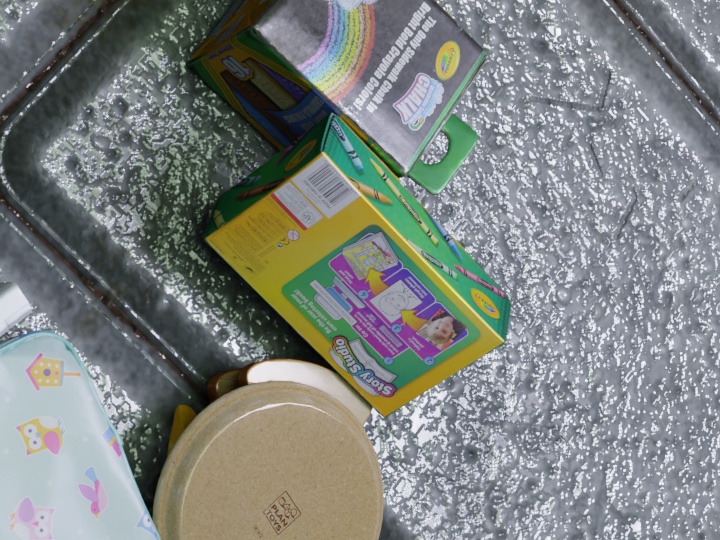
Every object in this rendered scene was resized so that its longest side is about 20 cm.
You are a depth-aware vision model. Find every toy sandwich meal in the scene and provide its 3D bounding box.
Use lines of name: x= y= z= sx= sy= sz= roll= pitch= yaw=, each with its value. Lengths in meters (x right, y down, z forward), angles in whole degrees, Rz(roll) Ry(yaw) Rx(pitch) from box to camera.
toy sandwich meal: x=-0.071 y=0.163 z=1.243 sx=0.204 sy=0.070 sz=0.207 roll=-2 pitch=94 yaw=-30

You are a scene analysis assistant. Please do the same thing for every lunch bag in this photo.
lunch bag: x=-0.237 y=0.148 z=1.149 sx=0.160 sy=0.077 sz=0.201 roll=-27 pitch=98 yaw=-26

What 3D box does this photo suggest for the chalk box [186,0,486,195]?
chalk box: x=-0.002 y=-0.141 z=1.274 sx=0.200 sy=0.124 sz=0.125 roll=43 pitch=67 yaw=-19

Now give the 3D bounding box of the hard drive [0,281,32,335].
hard drive: x=-0.309 y=0.076 z=1.085 sx=0.200 sy=0.132 sz=0.027 roll=-39 pitch=107 yaw=-25

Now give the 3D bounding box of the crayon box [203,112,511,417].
crayon box: x=0.000 y=0.000 z=1.234 sx=0.200 sy=0.118 sz=0.058 roll=46 pitch=30 yaw=-20
